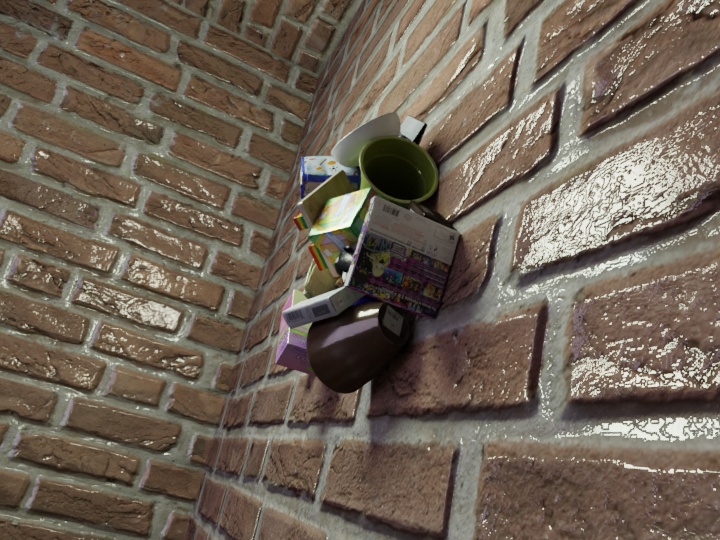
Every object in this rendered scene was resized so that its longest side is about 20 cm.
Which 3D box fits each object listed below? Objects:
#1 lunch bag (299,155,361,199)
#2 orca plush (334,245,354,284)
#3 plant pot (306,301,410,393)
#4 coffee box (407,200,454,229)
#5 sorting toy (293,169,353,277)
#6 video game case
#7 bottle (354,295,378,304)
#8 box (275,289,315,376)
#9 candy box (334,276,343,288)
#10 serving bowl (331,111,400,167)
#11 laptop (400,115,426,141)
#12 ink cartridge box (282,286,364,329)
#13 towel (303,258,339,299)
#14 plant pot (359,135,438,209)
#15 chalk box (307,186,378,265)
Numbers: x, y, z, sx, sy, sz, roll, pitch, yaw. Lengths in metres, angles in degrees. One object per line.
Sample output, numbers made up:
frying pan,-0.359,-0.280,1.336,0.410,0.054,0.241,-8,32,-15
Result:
lunch bag,-0.087,-0.253,1.571,0.200,0.165,0.127,-125,35,-76
orca plush,-0.004,0.016,1.216,0.198,0.106,0.071,28,65,41
plant pot,0.010,0.147,1.231,0.199,0.185,0.190,-33,38,43
coffee box,0.113,-0.034,1.230,0.113,0.078,0.204,-117,49,-67
sorting toy,-0.073,-0.117,1.432,0.068,0.203,0.199,-12,24,39
video game case,0.085,-0.023,1.114,0.036,0.196,0.186,174,115,-71
bottle,-0.020,0.146,1.460,0.084,0.064,0.203,-87,21,-70
box,-0.134,0.181,1.587,0.097,0.172,0.203,-55,24,37
candy box,0.000,0.000,1.447,0.116,0.055,0.200,-46,1,-15
serving bowl,0.024,-0.320,1.447,0.197,0.067,0.200,-29,-1,0
laptop,0.065,-0.381,1.625,0.202,0.115,0.188,-53,22,12
ink cartridge box,-0.060,0.061,1.293,0.160,0.058,0.199,-20,11,40
towel,-0.080,0.055,1.541,0.036,0.201,0.151,-12,45,32
plant pot,0.069,-0.190,1.399,0.191,0.195,0.204,117,165,-55
chalk box,-0.001,-0.097,1.295,0.197,0.124,0.126,-10,43,46
